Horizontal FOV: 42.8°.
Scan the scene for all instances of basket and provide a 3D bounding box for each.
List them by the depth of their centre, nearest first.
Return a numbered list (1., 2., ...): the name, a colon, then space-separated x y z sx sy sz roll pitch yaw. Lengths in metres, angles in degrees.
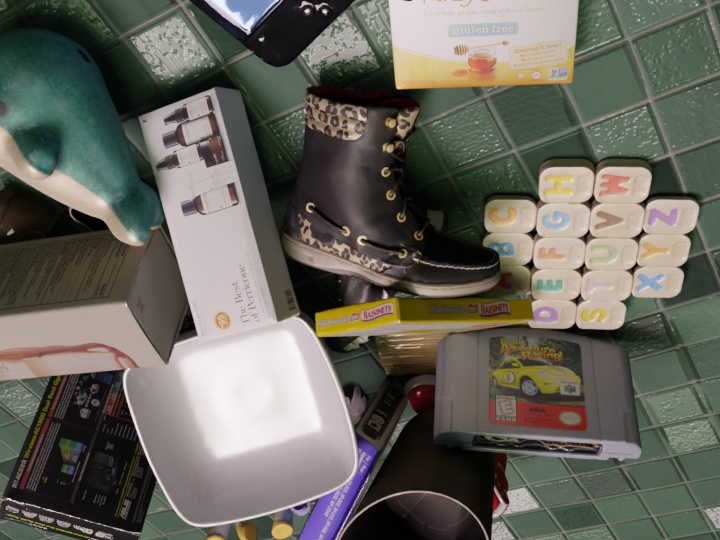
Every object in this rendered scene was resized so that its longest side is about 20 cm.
1. basket: 0.068 0.237 0.924 0.135 0.200 0.181 37 115 1

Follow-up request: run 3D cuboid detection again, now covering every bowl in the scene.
1. bowl: -0.110 0.135 0.895 0.197 0.075 0.202 -16 109 4

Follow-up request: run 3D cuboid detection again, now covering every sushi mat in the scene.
1. sushi mat: 0.114 0.075 0.984 0.197 0.012 0.096 -3 134 11

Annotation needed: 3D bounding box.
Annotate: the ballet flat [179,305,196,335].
1. ballet flat: -0.200 0.061 0.965 0.075 0.069 0.199 9 161 -35

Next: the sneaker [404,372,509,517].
1. sneaker: 0.114 0.207 1.039 0.071 0.113 0.200 -22 132 27

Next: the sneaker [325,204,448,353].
1. sneaker: 0.000 0.000 0.893 0.090 0.067 0.201 25 129 -13

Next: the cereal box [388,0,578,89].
1. cereal box: 0.088 -0.228 0.666 0.142 0.040 0.201 -1 135 9

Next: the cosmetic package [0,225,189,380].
1. cosmetic package: -0.266 0.031 0.838 0.197 0.104 0.088 -6 134 18

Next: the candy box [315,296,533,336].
1. candy box: 0.063 0.043 0.847 0.102 0.027 0.199 -16 167 42

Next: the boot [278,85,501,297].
1. boot: 0.030 -0.067 0.776 0.198 0.073 0.152 13 114 13

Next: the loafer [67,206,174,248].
1. loafer: -0.203 -0.031 0.885 0.199 0.068 0.076 34 130 -23

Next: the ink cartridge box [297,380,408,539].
1. ink cartridge box: -0.020 0.243 0.997 0.043 0.200 0.200 27 109 6

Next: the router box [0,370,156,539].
1. router box: -0.296 0.198 1.031 0.148 0.202 0.062 20 140 -12

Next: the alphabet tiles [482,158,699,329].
1. alphabet tiles: 0.212 -0.019 0.868 0.193 0.015 0.202 2 132 7

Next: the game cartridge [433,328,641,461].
1. game cartridge: 0.173 0.119 0.916 0.197 0.134 0.041 3 134 3

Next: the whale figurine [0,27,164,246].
1. whale figurine: -0.231 -0.113 0.754 0.200 0.159 0.104 44 103 -10

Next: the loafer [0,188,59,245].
1. loafer: -0.344 0.010 0.942 0.070 0.074 0.201 14 135 -5

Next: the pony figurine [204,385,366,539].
1. pony figurine: -0.101 0.200 1.037 0.166 0.201 0.193 37 115 -25

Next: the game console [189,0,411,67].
1. game console: -0.085 -0.227 0.639 0.199 0.117 0.175 37 129 -25

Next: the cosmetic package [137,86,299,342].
1. cosmetic package: -0.122 -0.047 0.790 0.082 0.051 0.203 -15 91 24
